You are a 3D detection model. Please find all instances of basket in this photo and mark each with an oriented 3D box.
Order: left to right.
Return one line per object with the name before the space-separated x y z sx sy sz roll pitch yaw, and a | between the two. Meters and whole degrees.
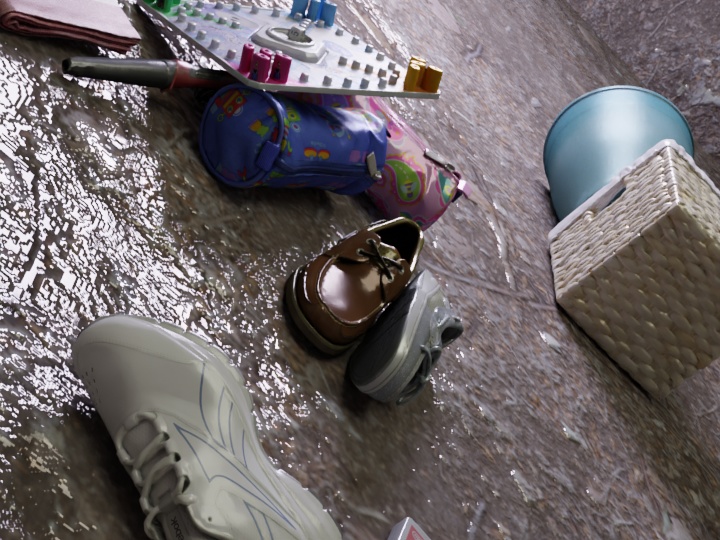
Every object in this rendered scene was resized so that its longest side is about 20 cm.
basket | 0.346 -0.001 1.553 0.200 0.198 0.161 43 24 -15

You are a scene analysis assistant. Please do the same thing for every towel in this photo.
towel | -0.261 -0.248 1.011 0.201 0.023 0.143 56 24 19

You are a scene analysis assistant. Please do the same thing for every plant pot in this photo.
plant pot | 0.329 -0.099 1.705 0.200 0.199 0.189 41 31 -20

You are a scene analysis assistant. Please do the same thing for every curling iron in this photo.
curling iron | -0.150 -0.143 1.035 0.199 0.050 0.026 -1 52 -56

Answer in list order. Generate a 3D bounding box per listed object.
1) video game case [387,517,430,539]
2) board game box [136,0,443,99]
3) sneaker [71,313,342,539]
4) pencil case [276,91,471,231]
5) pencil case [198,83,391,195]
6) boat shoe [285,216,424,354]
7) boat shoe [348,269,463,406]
video game case | 0.051 0.250 0.813 0.143 0.017 0.200 49 22 -4
board game box | -0.059 -0.197 1.136 0.198 0.026 0.200 -3 30 -39
sneaker | -0.085 0.108 0.711 0.201 0.074 0.087 50 26 2
pencil case | 0.011 -0.122 1.250 0.200 0.087 0.088 46 22 -6
pencil case | -0.048 -0.103 1.108 0.086 0.079 0.199 33 15 24
boat shoe | 0.000 0.000 1.050 0.072 0.068 0.200 48 22 -5
boat shoe | 0.043 0.056 1.041 0.065 0.074 0.202 43 15 -2
